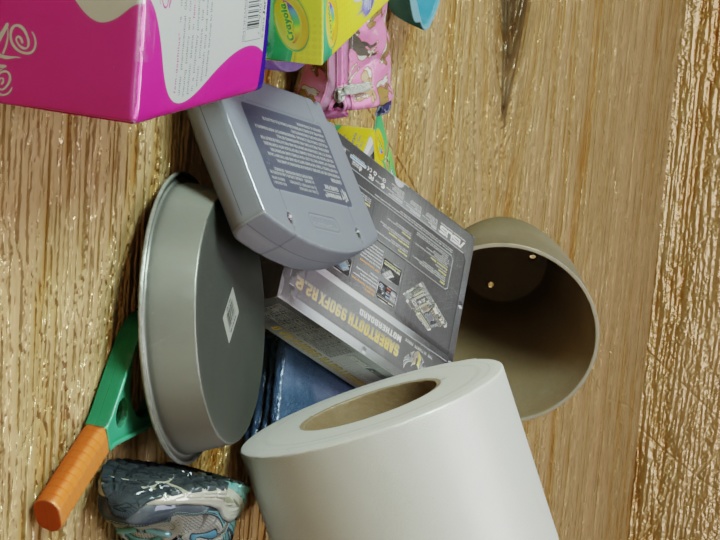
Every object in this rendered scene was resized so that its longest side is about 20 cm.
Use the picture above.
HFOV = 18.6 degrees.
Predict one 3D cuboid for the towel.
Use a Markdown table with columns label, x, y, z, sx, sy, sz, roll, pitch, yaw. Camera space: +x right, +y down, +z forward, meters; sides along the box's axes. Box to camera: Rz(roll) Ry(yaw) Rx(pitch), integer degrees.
| label | x | y | z | sx | sy | sz | roll | pitch | yaw |
| --- | --- | --- | --- | --- | --- | --- | --- | --- | --- |
| towel | -0.009 | 0.121 | 1.736 | 0.200 | 0.048 | 0.112 | 23 | 65 | -41 |

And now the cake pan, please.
| label | x | y | z | sx | sy | sz | roll | pitch | yaw |
| --- | --- | --- | --- | --- | --- | --- | --- | --- | --- |
| cake pan | -0.105 | 0.032 | 1.504 | 0.200 | 0.037 | 0.201 | -1 | 90 | -77 |

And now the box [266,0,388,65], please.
| label | x | y | z | sx | sy | sz | roll | pitch | yaw |
| --- | --- | --- | --- | --- | --- | --- | --- | --- | --- |
| box | -0.023 | -0.215 | 1.476 | 0.200 | 0.048 | 0.118 | -50 | 144 | -59 |

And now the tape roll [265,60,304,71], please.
| label | x | y | z | sx | sy | sz | roll | pitch | yaw |
| --- | --- | --- | --- | --- | --- | --- | --- | --- | --- |
| tape roll | -0.067 | -0.239 | 1.509 | 0.200 | 0.065 | 0.201 | 8 | 90 | -73 |

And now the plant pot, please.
| label | x | y | z | sx | sy | sz | roll | pitch | yaw |
| --- | --- | --- | --- | --- | --- | --- | --- | --- | --- |
| plant pot | 0.140 | 0.026 | 2.184 | 0.200 | 0.187 | 0.188 | -79 | 171 | -68 |

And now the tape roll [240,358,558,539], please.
| label | x | y | z | sx | sy | sz | roll | pitch | yaw |
| --- | --- | --- | --- | --- | --- | --- | --- | --- | --- |
| tape roll | 0.028 | 0.160 | 1.586 | 0.139 | 0.202 | 0.203 | 71 | 21 | -7 |

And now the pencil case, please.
| label | x | y | z | sx | sy | sz | roll | pitch | yaw |
| --- | --- | --- | --- | --- | --- | --- | --- | --- | --- |
| pencil case | -0.013 | -0.216 | 1.676 | 0.083 | 0.086 | 0.200 | -18 | 119 | -37 |

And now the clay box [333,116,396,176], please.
| label | x | y | z | sx | sy | sz | roll | pitch | yaw |
| --- | --- | --- | --- | --- | --- | --- | --- | --- | --- |
| clay box | -0.020 | -0.028 | 1.797 | 0.115 | 0.047 | 0.200 | 76 | 27 | -49 |

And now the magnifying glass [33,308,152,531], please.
| label | x | y | z | sx | sy | sz | roll | pitch | yaw |
| --- | --- | --- | --- | --- | --- | --- | --- | --- | --- |
| magnifying glass | -0.162 | 0.096 | 1.427 | 0.200 | 0.022 | 0.080 | -59 | 152 | -51 |

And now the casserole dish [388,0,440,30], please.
| label | x | y | z | sx | sy | sz | roll | pitch | yaw |
| --- | --- | --- | --- | --- | --- | --- | --- | --- | --- |
| casserole dish | 0.055 | -0.305 | 1.939 | 0.121 | 0.039 | 0.200 | 74 | 28 | -53 |

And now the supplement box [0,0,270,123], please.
| label | x | y | z | sx | sy | sz | roll | pitch | yaw |
| --- | --- | --- | --- | --- | --- | --- | --- | --- | --- |
| supplement box | -0.131 | -0.149 | 1.269 | 0.200 | 0.103 | 0.101 | -30 | 127 | -71 |

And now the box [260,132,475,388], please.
| label | x | y | z | sx | sy | sz | roll | pitch | yaw |
| --- | --- | --- | --- | --- | --- | --- | --- | --- | --- |
| box | 0.000 | 0.000 | 1.703 | 0.200 | 0.048 | 0.159 | 35 | 56 | -38 |

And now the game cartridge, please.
| label | x | y | z | sx | sy | sz | roll | pitch | yaw |
| --- | --- | --- | --- | --- | --- | --- | --- | --- | --- |
| game cartridge | -0.054 | -0.066 | 1.547 | 0.133 | 0.041 | 0.200 | 65 | 19 | 15 |

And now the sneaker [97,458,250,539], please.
| label | x | y | z | sx | sy | sz | roll | pitch | yaw |
| --- | --- | --- | --- | --- | --- | --- | --- | --- | --- |
| sneaker | -0.126 | 0.178 | 1.494 | 0.200 | 0.077 | 0.087 | 26 | 77 | -73 |
